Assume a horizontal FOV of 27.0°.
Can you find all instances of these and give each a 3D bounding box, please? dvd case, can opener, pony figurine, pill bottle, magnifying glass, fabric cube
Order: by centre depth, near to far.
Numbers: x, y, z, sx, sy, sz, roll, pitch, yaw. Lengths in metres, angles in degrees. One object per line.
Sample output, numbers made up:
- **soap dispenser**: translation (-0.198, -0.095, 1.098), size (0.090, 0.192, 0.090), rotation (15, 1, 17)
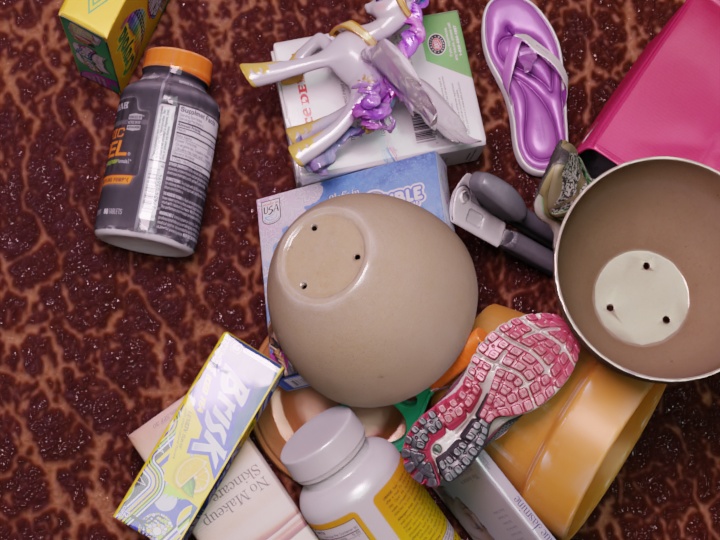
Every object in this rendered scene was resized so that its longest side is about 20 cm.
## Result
- **magnifying glass**: translation (0.052, 0.116, 1.444), size (0.080, 0.022, 0.200), rotation (42, 125, -12)
- **pony figurine**: translation (0.010, -0.183, 1.448), size (0.199, 0.166, 0.194), rotation (-33, 73, 9)
- **pill bottle**: translation (0.011, 0.234, 1.448), size (0.113, 0.113, 0.201), rotation (-38, 106, -9)
- **dvd case**: translation (0.145, 0.261, 1.467), size (0.018, 0.143, 0.200), rotation (-37, 85, -24)
- **can opener**: translation (0.165, -0.039, 1.510), size (0.199, 0.066, 0.053), rotation (28, 78, -40)
- **fabric cube**: translation (0.340, -0.127, 1.515), size (0.199, 0.196, 0.200), rotation (34, 81, 2)
- **pill bottle**: translation (-0.201, -0.122, 1.520), size (0.105, 0.106, 0.202), rotation (10, 80, -3)

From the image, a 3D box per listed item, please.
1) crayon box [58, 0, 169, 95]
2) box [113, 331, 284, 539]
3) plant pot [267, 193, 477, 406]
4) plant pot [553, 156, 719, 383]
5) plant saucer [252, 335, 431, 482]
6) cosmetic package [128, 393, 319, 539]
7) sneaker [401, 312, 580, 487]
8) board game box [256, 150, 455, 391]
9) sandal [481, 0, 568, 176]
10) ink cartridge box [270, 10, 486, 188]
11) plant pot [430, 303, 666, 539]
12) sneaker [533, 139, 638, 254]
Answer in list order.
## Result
- **crayon box**: translation (-0.230, -0.287, 1.495), size (0.058, 0.200, 0.174), rotation (24, 80, -1)
- **box**: translation (-0.150, 0.162, 1.412), size (0.070, 0.064, 0.201), rotation (30, 80, 2)
- **plant pot**: translation (-0.008, 0.011, 1.379), size (0.199, 0.134, 0.202), rotation (-9, 66, 22)
- **plant pot**: translation (0.267, 0.011, 1.371), size (0.198, 0.135, 0.202), rotation (0, 78, 0)
- **plant saucer**: translation (-0.017, 0.127, 1.529), size (0.198, 0.037, 0.202), rotation (1, 82, -4)
- **cosmetic package**: translation (-0.133, 0.220, 1.480), size (0.103, 0.087, 0.201), rotation (-36, 85, -9)
- **sneaker**: translation (0.115, 0.114, 1.378), size (0.200, 0.075, 0.081), rotation (-41, 85, 1)
- **board game box**: translation (0.000, 0.000, 1.486), size (0.198, 0.043, 0.201), rotation (-15, 64, 17)
- **sandal**: translation (0.185, -0.203, 1.588), size (0.082, 0.050, 0.204), rotation (-14, 82, -6)
- **ink cartridge box**: translation (0.016, -0.173, 1.554), size (0.198, 0.084, 0.146), rotation (-11, 82, -6)
- **plant pot**: translation (0.177, 0.132, 1.477), size (0.183, 0.200, 0.201), rotation (31, 80, 17)
- **sneaker**: translation (0.228, -0.057, 1.453), size (0.088, 0.200, 0.077), rotation (12, 66, 27)
